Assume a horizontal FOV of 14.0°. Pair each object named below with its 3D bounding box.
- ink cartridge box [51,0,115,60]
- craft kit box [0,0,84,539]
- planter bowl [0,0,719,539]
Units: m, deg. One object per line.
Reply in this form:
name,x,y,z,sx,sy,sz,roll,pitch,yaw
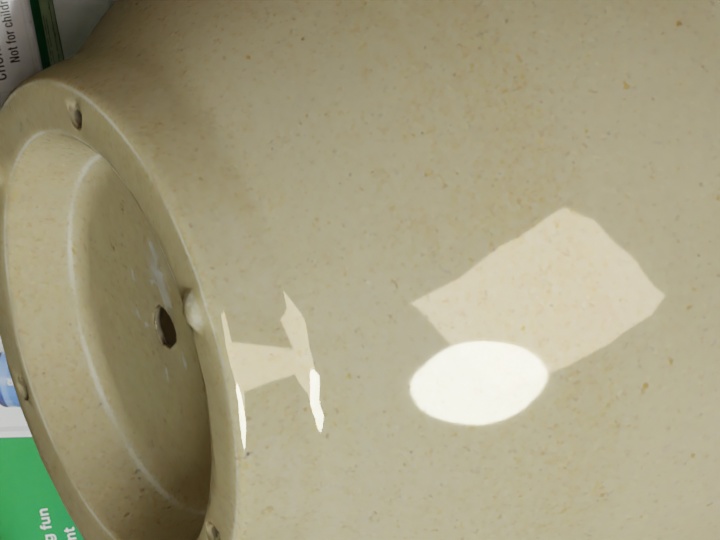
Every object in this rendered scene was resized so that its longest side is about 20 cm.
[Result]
ink cartridge box,-0.010,-0.118,0.753,0.200,0.047,0.160,-4,107,-22
craft kit box,-0.161,0.011,0.712,0.197,0.049,0.200,-9,109,4
planter bowl,0.000,0.000,0.643,0.135,0.200,0.200,-16,110,-27
